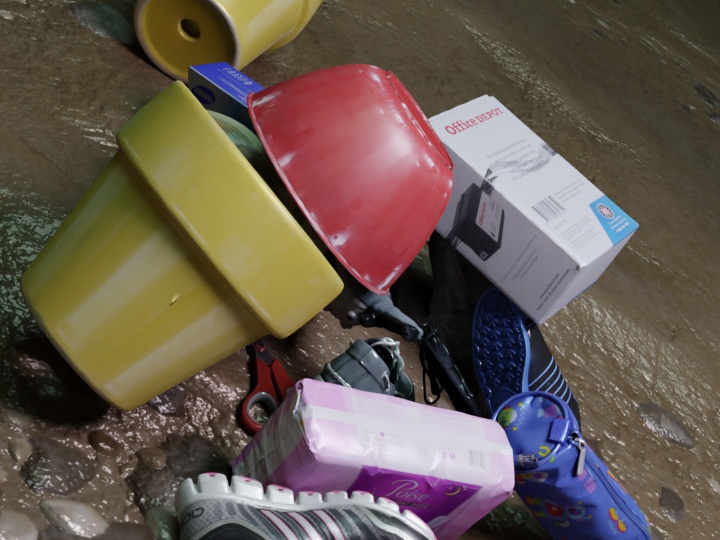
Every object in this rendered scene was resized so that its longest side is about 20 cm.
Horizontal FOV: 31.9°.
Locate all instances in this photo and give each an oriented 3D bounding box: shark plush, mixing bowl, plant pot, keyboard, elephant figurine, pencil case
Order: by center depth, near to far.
[{"bbox_3d":[-0.144,-0.005,0.950,0.201,0.188,0.201,51,-1,1],"label":"plant pot"},{"bbox_3d":[0.007,-0.094,1.034,0.201,0.108,0.200,53,11,-15],"label":"mixing bowl"},{"bbox_3d":[0.182,0.186,1.074,0.201,0.086,0.079,52,54,-35],"label":"pencil case"},{"bbox_3d":[0.081,0.120,1.111,0.105,0.039,0.201,62,-1,32],"label":"keyboard"},{"bbox_3d":[0.000,0.000,1.121,0.092,0.083,0.200,61,-7,-23],"label":"shark plush"},{"bbox_3d":[0.109,0.026,1.268,0.153,0.143,0.201,14,43,22],"label":"elephant figurine"},{"bbox_3d":[-0.155,-0.312,1.406,0.199,0.201,0.190,31,46,-5],"label":"plant pot"}]

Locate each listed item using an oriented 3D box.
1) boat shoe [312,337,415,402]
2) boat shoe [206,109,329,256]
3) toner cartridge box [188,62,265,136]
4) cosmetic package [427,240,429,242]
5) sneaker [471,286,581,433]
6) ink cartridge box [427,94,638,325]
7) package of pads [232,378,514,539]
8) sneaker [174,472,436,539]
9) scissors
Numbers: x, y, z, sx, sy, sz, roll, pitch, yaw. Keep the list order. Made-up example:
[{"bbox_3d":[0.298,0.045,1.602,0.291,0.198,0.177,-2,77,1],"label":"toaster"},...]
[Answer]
[{"bbox_3d":[0.019,0.093,1.090,0.073,0.062,0.200,42,8,16],"label":"boat shoe"},{"bbox_3d":[-0.111,-0.073,1.112,0.200,0.074,0.063,43,34,18],"label":"boat shoe"},{"bbox_3d":[-0.109,-0.127,1.214,0.043,0.096,0.200,-11,28,-28],"label":"toner cartridge box"},{"bbox_3d":[0.128,-0.057,1.434,0.200,0.072,0.101,45,33,16],"label":"cosmetic package"},{"bbox_3d":[0.163,0.112,1.194,0.077,0.070,0.203,-8,85,-47],"label":"sneaker"},{"bbox_3d":[0.146,-0.062,1.201,0.200,0.084,0.145,43,35,14],"label":"ink cartridge box"},{"bbox_3d":[0.011,0.156,0.993,0.198,0.121,0.076,15,48,-29],"label":"package of pads"},{"bbox_3d":[-0.042,0.208,0.909,0.197,0.074,0.088,11,45,-6],"label":"sneaker"},{"bbox_3d":[-0.081,0.080,1.115,0.072,0.014,0.201,11,36,-21],"label":"scissors"}]
